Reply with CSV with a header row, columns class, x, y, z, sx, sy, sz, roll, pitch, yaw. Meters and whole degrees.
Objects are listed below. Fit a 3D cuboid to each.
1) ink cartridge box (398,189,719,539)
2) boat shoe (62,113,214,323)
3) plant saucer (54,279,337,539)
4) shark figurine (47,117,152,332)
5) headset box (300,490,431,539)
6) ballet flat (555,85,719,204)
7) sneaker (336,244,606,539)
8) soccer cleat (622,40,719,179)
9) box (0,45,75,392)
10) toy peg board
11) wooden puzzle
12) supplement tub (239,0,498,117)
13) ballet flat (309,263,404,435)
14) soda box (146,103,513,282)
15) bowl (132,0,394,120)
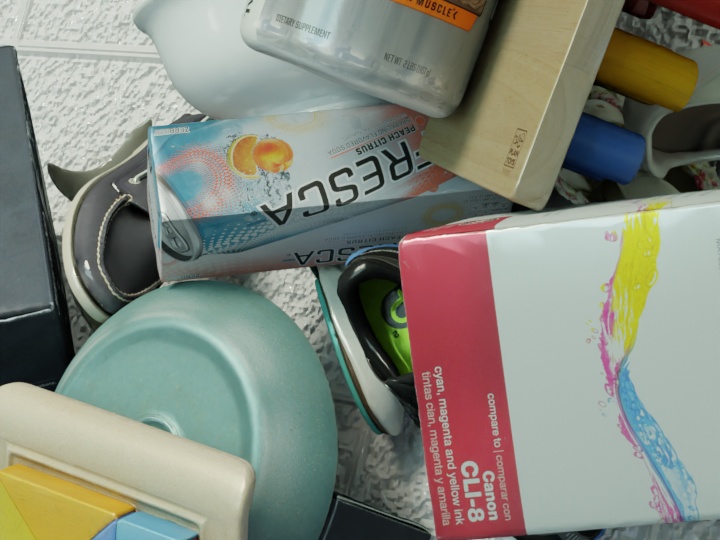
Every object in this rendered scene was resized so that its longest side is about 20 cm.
class,x,y,z,sx,sy,sz,roll,pitch,yaw
ink cartridge box,0.138,0.038,1.057,0.198,0.145,0.146,-7,92,18
boat shoe,-0.115,-0.041,1.341,0.062,0.073,0.200,-23,20,29
plant saucer,-0.105,0.100,1.218,0.199,0.036,0.202,-8,74,30
shark figurine,-0.129,0.017,1.400,0.089,0.129,0.215,-16,42,5
headset box,-0.076,0.191,1.261,0.199,0.093,0.175,16,83,41
ballet flat,0.146,-0.051,1.196,0.076,0.064,0.200,-55,49,8
sneaker,0.052,0.070,1.192,0.071,0.083,0.200,-42,77,15
soccer cleat,0.226,-0.099,1.130,0.199,0.069,0.078,-21,37,20
box,-0.242,0.008,1.370,0.123,0.197,0.201,-11,56,-5
toy peg board,0.127,-0.125,1.125,0.200,0.097,0.201,-141,71,-76
wooden puzzle,-0.137,0.176,1.181,0.184,0.037,0.202,15,106,35
supplement tub,0.025,-0.189,1.147,0.122,0.122,0.201,22,94,41
ballet flat,0.000,0.000,1.300,0.069,0.069,0.201,-39,52,20
soda box,-0.017,-0.045,1.247,0.198,0.069,0.064,-7,60,-9
bowl,-0.024,-0.124,1.294,0.200,0.201,0.091,-16,84,33
